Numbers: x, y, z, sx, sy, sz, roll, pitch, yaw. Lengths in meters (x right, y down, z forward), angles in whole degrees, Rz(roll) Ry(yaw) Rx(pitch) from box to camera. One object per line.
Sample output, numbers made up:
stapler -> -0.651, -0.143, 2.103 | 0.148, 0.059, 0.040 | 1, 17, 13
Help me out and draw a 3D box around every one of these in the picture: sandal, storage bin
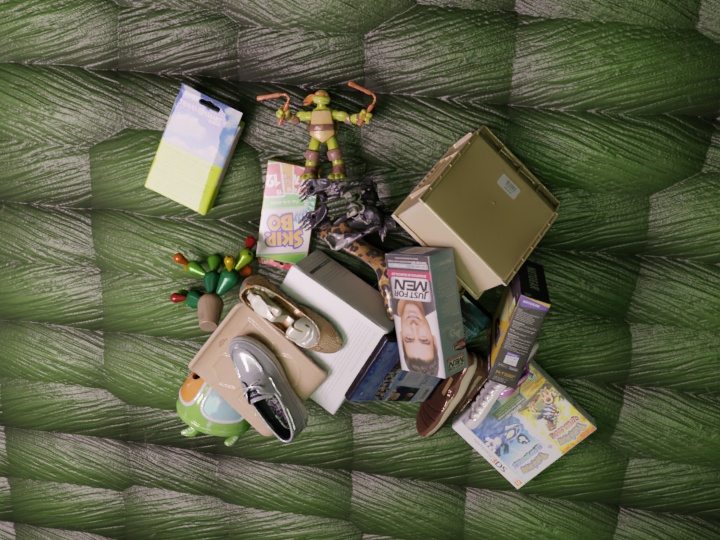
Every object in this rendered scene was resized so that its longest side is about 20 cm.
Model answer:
sandal -> 0.260, 0.205, 1.393 | 0.050, 0.082, 0.203 | 36, 106, -4
storage bin -> 0.195, -0.099, 1.282 | 0.200, 0.094, 0.199 | 44, 66, -7

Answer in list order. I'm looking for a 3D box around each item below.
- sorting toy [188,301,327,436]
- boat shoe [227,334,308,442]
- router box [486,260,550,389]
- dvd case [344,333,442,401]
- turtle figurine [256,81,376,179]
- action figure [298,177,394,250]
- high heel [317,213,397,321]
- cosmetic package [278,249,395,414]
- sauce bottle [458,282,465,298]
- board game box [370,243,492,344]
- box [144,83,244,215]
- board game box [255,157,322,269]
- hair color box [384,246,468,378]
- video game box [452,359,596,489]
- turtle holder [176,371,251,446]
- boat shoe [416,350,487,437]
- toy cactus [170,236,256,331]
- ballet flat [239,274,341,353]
sorting toy -> -0.181, 0.174, 1.378 | 0.200, 0.036, 0.185 | 40, 116, -1
boat shoe -> -0.161, 0.202, 1.323 | 0.070, 0.072, 0.201 | -31, 99, 24
router box -> 0.263, 0.084, 1.322 | 0.052, 0.200, 0.158 | 19, 110, 3
dvd case -> 0.081, 0.174, 1.378 | 0.200, 0.018, 0.143 | 9, 121, -42
turtle figurine -> -0.074, -0.236, 1.330 | 0.199, 0.064, 0.162 | -1, 99, -3
action figure -> -0.026, -0.102, 1.312 | 0.102, 0.200, 0.119 | -17, 76, 36
high heel -> 0.000, 0.000, 1.366 | 0.142, 0.071, 0.201 | -8, 70, 6
cosmetic package -> -0.062, 0.107, 1.397 | 0.200, 0.123, 0.200 | 36, 114, 8
sauce bottle -> 0.142, 0.044, 1.369 | 0.066, 0.066, 0.200 | 25, 109, -1
board game box -> 0.122, 0.065, 1.427 | 0.200, 0.028, 0.135 | 43, 109, -8
box -> -0.289, -0.214, 1.379 | 0.122, 0.048, 0.200 | 25, 110, -2
board game box -> -0.131, -0.095, 1.411 | 0.095, 0.030, 0.201 | 11, 112, 4
hair color box -> 0.107, 0.065, 1.264 | 0.099, 0.061, 0.201 | 4, 108, 48
video game box -> 0.304, 0.287, 1.469 | 0.182, 0.047, 0.200 | 42, 109, -9
turtle holder -> -0.249, 0.245, 1.481 | 0.185, 0.141, 0.132 | 22, 109, 2
boat shoe -> 0.179, 0.240, 1.458 | 0.075, 0.075, 0.203 | 17, 122, -23
toy cactus -> -0.268, 0.028, 1.400 | 0.200, 0.165, 0.102 | -22, 137, 21
ballet flat -> -0.123, 0.083, 1.310 | 0.200, 0.065, 0.071 | 33, 113, 7
